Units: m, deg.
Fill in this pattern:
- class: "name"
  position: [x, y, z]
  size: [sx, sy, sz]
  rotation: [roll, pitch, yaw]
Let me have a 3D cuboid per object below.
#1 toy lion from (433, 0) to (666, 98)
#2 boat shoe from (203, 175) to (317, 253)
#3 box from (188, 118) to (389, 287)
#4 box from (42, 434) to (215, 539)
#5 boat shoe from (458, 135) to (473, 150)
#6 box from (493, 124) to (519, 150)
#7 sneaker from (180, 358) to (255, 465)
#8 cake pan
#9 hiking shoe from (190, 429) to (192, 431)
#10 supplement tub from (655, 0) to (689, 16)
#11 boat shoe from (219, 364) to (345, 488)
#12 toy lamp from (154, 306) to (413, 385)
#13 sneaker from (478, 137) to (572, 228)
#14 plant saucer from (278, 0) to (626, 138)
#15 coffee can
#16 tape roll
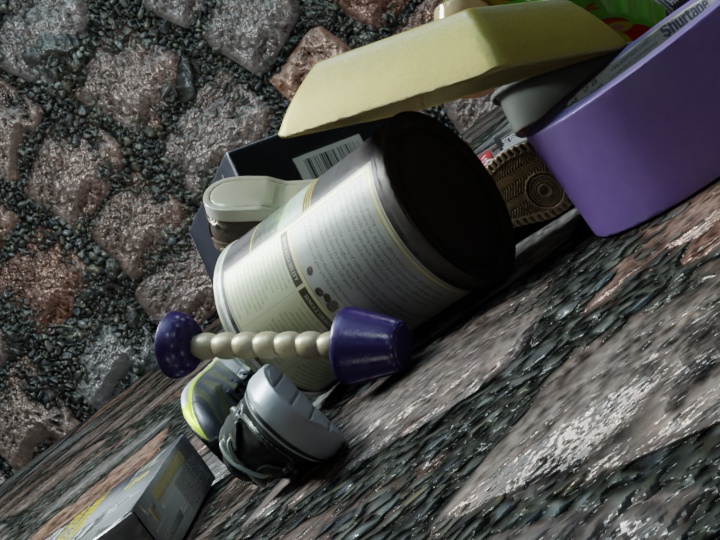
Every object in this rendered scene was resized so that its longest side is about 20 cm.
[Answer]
- class: "toy lion"
  position: [0.158, -0.202, 1.157]
  size: [0.188, 0.070, 0.200]
  rotation: [-3, -15, 7]
- class: "boat shoe"
  position: [-0.038, -0.040, 1.223]
  size: [0.197, 0.060, 0.072]
  rotation: [2, 37, 8]
- class: "box"
  position: [-0.048, -0.059, 1.394]
  size: [0.195, 0.119, 0.200]
  rotation: [-22, -13, -24]
- class: "box"
  position: [-0.198, 0.212, 1.060]
  size: [0.158, 0.049, 0.200]
  rotation: [-38, 5, 8]
- class: "boat shoe"
  position: [0.074, -0.062, 1.611]
  size: [0.201, 0.062, 0.075]
  rotation: [-54, 12, -7]
- class: "box"
  position: [0.254, -0.196, 1.517]
  size: [0.158, 0.049, 0.199]
  rotation: [-39, 5, -32]
- class: "sneaker"
  position: [-0.092, 0.089, 1.195]
  size: [0.081, 0.074, 0.201]
  rotation: [-36, 17, 25]
- class: "cake pan"
  position: [0.207, -0.150, 1.160]
  size: [0.197, 0.037, 0.200]
  rotation: [-13, -3, -1]
- class: "hiking shoe"
  position: [-0.125, 0.097, 1.454]
  size: [0.086, 0.075, 0.200]
  rotation: [-35, 5, 17]
- class: "supplement tub"
  position: [0.277, -0.222, 1.344]
  size: [0.199, 0.108, 0.107]
  rotation: [-39, 5, -24]
- class: "boat shoe"
  position: [-0.057, 0.112, 0.929]
  size: [0.071, 0.072, 0.200]
  rotation: [-45, -5, -5]
- class: "toy lamp"
  position: [-0.056, 0.055, 1.037]
  size: [0.197, 0.059, 0.058]
  rotation: [0, 24, 28]
- class: "sneaker"
  position: [0.137, -0.077, 1.201]
  size: [0.199, 0.071, 0.113]
  rotation: [-37, 7, 40]
- class: "plant saucer"
  position: [0.064, -0.151, 1.016]
  size: [0.198, 0.049, 0.199]
  rotation: [-13, 3, 37]
- class: "coffee can"
  position: [0.001, -0.009, 1.098]
  size: [0.199, 0.147, 0.146]
  rotation: [-34, 5, 33]
- class: "tape roll"
  position: [0.213, -0.116, 0.931]
  size: [0.199, 0.085, 0.200]
  rotation: [-37, 6, 4]
